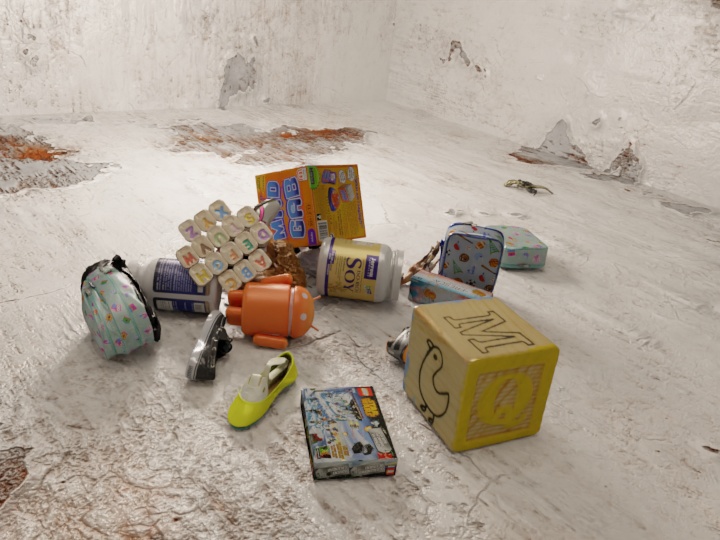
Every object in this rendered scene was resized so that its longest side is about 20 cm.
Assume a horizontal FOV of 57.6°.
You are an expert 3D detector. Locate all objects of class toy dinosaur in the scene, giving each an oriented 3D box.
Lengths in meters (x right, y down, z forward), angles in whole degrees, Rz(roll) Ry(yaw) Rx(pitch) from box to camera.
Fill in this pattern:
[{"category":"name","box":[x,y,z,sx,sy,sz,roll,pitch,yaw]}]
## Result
[{"category":"toy dinosaur","box":[0.673,-0.334,2.617,0.199,0.048,0.088,16,19,13]}]

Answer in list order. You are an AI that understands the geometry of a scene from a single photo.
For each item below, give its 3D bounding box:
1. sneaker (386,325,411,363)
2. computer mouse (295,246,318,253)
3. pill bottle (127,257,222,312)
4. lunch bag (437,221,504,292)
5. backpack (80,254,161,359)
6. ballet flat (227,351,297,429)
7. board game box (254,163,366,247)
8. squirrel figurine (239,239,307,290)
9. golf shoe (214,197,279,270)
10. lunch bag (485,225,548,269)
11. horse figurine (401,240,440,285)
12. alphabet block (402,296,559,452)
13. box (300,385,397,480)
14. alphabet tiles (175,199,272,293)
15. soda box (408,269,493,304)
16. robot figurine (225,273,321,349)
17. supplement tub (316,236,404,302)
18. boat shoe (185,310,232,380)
[{"category":"sneaker","box":[0.131,0.140,1.413,0.077,0.079,0.200,12,22,34]},{"category":"computer mouse","box":[-0.171,-0.053,1.815,0.058,0.034,0.200,-1,8,45]},{"category":"pill bottle","box":[-0.413,0.031,1.458,0.199,0.116,0.116,5,24,-5]},{"category":"lunch bag","box":[0.274,-0.028,1.659,0.160,0.201,0.076,10,33,6]},{"category":"backpack","box":[-0.482,0.086,1.304,0.126,0.167,0.200,-29,41,-22]},{"category":"ballet flat","box":[-0.177,0.208,1.192,0.067,0.067,0.200,17,27,20]},{"category":"board game box","box":[-0.131,-0.169,1.743,0.199,0.201,0.199,-3,6,40]},{"category":"squirrel figurine","box":[-0.219,0.005,1.548,0.199,0.142,0.187,-8,34,-23]},{"category":"golf shoe","box":[-0.240,-0.077,1.492,0.092,0.073,0.200,36,70,6]},{"category":"lunch bag","box":[0.461,-0.069,1.944,0.160,0.077,0.200,3,25,-12]},{"category":"horse figurine","box":[0.169,-0.018,1.739,0.050,0.133,0.200,44,29,8]},{"category":"alphabet block","box":[0.213,0.182,1.202,0.196,0.196,0.200,-7,26,-23]},{"category":"box","box":[-0.026,0.273,1.122,0.136,0.040,0.200,0,25,-11]},{"category":"alphabet tiles","box":[-0.297,-0.056,1.430,0.200,0.015,0.196,-36,81,-17]},{"category":"soda box","box":[0.221,0.063,1.612,0.199,0.064,0.068,19,27,27]},{"category":"robot figurine","box":[-0.185,0.083,1.401,0.199,0.117,0.144,5,25,-5]},{"category":"supplement tub","box":[0.000,0.000,1.595,0.199,0.146,0.146,7,24,3]},{"category":"boat shoe","box":[-0.288,0.149,1.297,0.066,0.070,0.200,13,25,-3]}]
